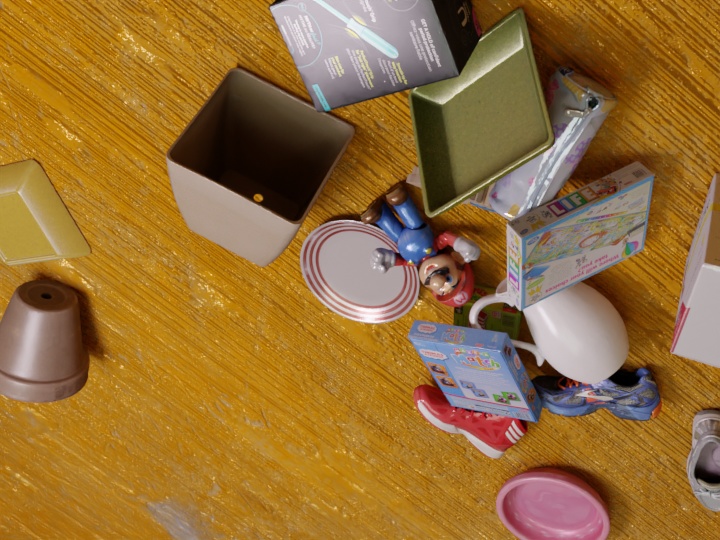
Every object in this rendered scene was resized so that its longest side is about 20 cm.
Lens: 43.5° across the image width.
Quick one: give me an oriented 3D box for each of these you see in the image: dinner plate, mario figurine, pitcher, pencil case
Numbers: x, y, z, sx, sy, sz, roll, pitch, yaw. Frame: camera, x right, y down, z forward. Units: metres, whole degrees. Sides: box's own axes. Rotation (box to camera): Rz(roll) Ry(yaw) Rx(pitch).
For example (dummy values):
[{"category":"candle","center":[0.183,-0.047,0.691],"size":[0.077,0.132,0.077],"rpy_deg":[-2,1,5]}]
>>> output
[{"category":"dinner plate","center":[0.000,0.000,1.423],"size":[0.198,0.024,0.202],"rpy_deg":[12,132,14]},{"category":"mario figurine","center":[0.090,-0.025,1.304],"size":[0.200,0.106,0.123],"rpy_deg":[48,154,-10]},{"category":"pitcher","center":[0.270,0.079,1.289],"size":[0.171,0.121,0.200],"rpy_deg":[-41,101,15]},{"category":"pencil case","center":[0.237,-0.149,1.121],"size":[0.082,0.091,0.201],"rpy_deg":[14,121,-24]}]

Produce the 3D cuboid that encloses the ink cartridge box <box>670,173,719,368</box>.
[{"category":"ink cartridge box","center":[0.447,-0.002,1.105],"size":[0.083,0.201,0.146],"rpy_deg":[16,132,15]}]

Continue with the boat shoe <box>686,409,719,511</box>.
[{"category":"boat shoe","center":[0.545,0.307,1.404],"size":[0.074,0.065,0.204],"rpy_deg":[3,128,21]}]

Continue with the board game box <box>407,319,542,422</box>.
[{"category":"board game box","center":[0.173,0.151,1.343],"size":[0.150,0.037,0.200],"rpy_deg":[7,147,33]}]

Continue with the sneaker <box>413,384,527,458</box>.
[{"category":"sneaker","center":[0.192,0.224,1.500],"size":[0.199,0.079,0.116],"rpy_deg":[30,125,-19]}]

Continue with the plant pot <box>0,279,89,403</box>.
[{"category":"plant pot","center":[-0.600,0.121,1.693],"size":[0.198,0.200,0.176],"rpy_deg":[22,116,5]}]

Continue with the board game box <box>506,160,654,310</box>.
[{"category":"board game box","center":[0.279,-0.043,1.157],"size":[0.198,0.034,0.135],"rpy_deg":[-25,137,-14]}]

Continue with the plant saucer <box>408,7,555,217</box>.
[{"category":"plant saucer","center":[0.155,-0.186,1.118],"size":[0.048,0.202,0.199],"rpy_deg":[18,144,-39]}]

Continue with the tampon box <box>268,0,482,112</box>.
[{"category":"tampon box","center":[0.022,-0.303,1.095],"size":[0.198,0.127,0.151],"rpy_deg":[-9,122,29]}]

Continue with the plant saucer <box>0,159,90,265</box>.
[{"category":"plant saucer","center":[-0.608,-0.087,1.605],"size":[0.198,0.049,0.201],"rpy_deg":[-5,124,28]}]

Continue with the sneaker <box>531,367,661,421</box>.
[{"category":"sneaker","center":[0.359,0.175,1.384],"size":[0.198,0.076,0.079],"rpy_deg":[0,119,14]}]

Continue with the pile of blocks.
[{"category":"pile of blocks","center":[0.166,-0.120,1.239],"size":[0.198,0.082,0.063],"rpy_deg":[18,90,-3]}]

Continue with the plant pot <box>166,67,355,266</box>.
[{"category":"plant pot","center":[-0.149,-0.126,1.285],"size":[0.198,0.201,0.178],"rpy_deg":[26,144,2]}]

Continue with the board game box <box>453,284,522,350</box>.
[{"category":"board game box","center":[0.195,0.118,1.417],"size":[0.100,0.048,0.202],"rpy_deg":[12,130,15]}]

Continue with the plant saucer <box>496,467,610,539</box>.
[{"category":"plant saucer","center":[0.341,0.417,1.594],"size":[0.198,0.051,0.202],"rpy_deg":[13,132,15]}]
